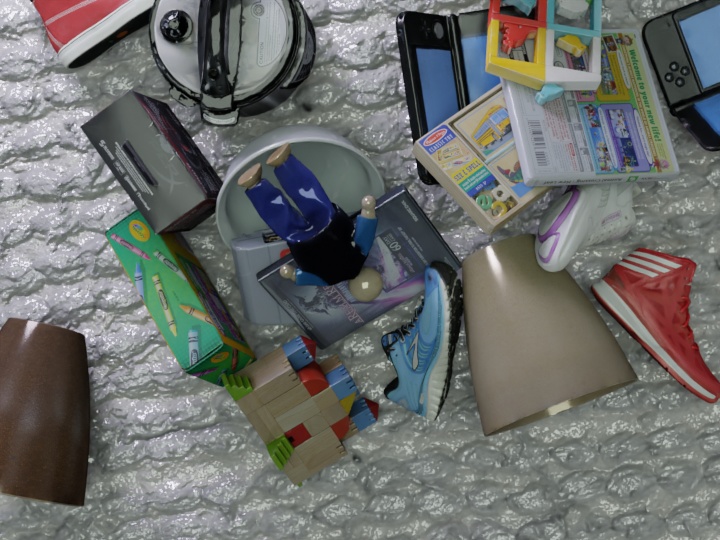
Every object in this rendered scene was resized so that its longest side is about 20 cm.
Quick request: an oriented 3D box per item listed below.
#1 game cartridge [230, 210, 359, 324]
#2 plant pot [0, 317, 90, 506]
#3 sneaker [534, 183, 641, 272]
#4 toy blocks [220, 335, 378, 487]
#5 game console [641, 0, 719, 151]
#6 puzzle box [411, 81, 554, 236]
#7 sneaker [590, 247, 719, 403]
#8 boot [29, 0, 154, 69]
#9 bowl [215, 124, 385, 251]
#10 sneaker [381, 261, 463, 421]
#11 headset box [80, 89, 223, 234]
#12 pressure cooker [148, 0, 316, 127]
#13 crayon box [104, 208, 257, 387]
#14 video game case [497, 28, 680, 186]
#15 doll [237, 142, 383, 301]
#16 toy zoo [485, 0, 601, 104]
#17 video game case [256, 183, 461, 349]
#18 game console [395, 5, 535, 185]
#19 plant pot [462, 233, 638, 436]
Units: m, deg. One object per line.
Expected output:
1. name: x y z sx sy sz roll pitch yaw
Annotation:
1. game cartridge: -0.046 0.000 1.406 0.200 0.041 0.133 -12 134 -6
2. plant pot: -0.399 0.163 1.419 0.187 0.187 0.200 11 79 3
3. sneaker: 0.269 -0.061 1.365 0.100 0.075 0.200 41 53 -8
4. toy blocks: -0.060 0.157 1.407 0.137 0.100 0.200 -31 122 -1
5. game console: 0.450 -0.246 1.362 0.200 0.119 0.173 -21 92 4
6. puzzle box: 0.173 -0.143 1.345 0.200 0.025 0.133 -37 76 -24
7. sneaker: 0.379 0.055 1.403 0.200 0.078 0.116 45 96 -1
8. boot: -0.306 -0.353 1.427 0.200 0.072 0.144 -29 90 8
9. bowl: -0.076 -0.100 1.395 0.201 0.090 0.201 -8 136 -8
10. sneaker: 0.067 0.083 1.406 0.090 0.078 0.200 13 112 11
11. headset box: -0.231 -0.122 1.368 0.075 0.200 0.149 -35 91 4
12. pressure cooker: -0.150 -0.263 1.356 0.179 0.200 0.176 -39 89 4
13. crayon box: -0.208 0.032 1.386 0.058 0.119 0.200 -35 70 4
14. video game case: 0.255 -0.189 1.358 0.182 0.022 0.200 -3 65 -13
15. doll: -0.041 -0.044 1.306 0.136 0.048 0.200 -34 108 13
16. toy zoo: 0.212 -0.278 1.367 0.131 0.020 0.200 9 63 -4
17. video game case: 0.000 0.000 1.385 0.200 0.019 0.143 -32 129 10
18. game console: 0.141 -0.209 1.387 0.116 0.176 0.200 -8 92 32
19. plant pot: 0.196 0.066 1.376 0.187 0.187 0.200 -21 78 4
